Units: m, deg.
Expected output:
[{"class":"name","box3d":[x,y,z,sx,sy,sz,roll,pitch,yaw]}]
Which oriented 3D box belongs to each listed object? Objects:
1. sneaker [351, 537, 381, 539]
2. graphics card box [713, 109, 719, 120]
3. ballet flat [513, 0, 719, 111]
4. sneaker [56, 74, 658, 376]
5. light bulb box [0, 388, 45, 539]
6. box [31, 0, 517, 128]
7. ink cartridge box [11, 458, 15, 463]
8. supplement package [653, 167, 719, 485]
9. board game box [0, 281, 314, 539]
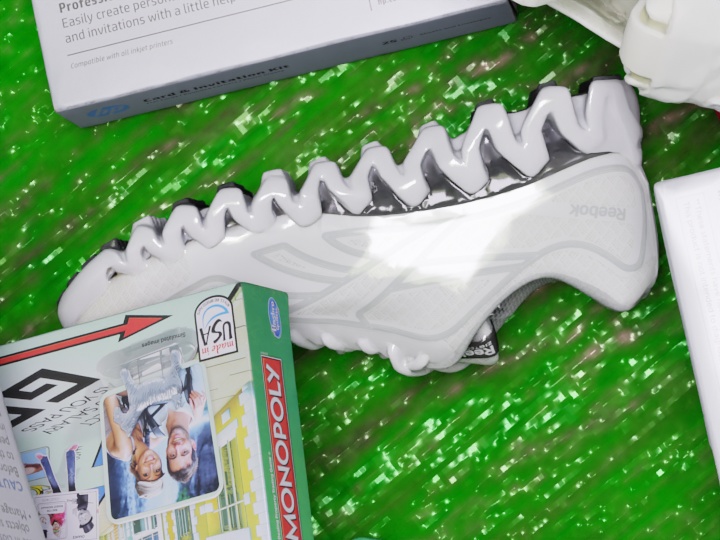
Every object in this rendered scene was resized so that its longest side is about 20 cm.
[{"class":"sneaker","box3d":[-0.050,0.158,0.826,0.199,0.074,0.084,-34,55,8]},{"class":"graphics card box","box3d":[0.179,-0.137,0.815,0.199,0.051,0.126,-28,82,6]},{"class":"ballet flat","box3d":[0.078,-0.087,0.767,0.199,0.069,0.070,32,91,19]},{"class":"sneaker","box3d":[0.000,0.000,0.824,0.199,0.075,0.082,-16,92,7]},{"class":"light bulb box","box3d":[-0.190,0.119,0.719,0.197,0.125,0.201,-27,70,22]},{"class":"box","box3d":[-0.044,-0.164,0.856,0.155,0.041,0.202,-12,83,7]},{"class":"ink cartridge box","box3d":[-0.204,0.119,0.822,0.195,0.043,0.201,23,92,31]},{"class":"supplement package","box3d":[0.196,0.007,0.769,0.198,0.114,0.110,-13,86,8]},{"class":"board game box","box3d":[-0.104,0.092,0.807,0.199,0.029,0.136,-15,74,28]}]
